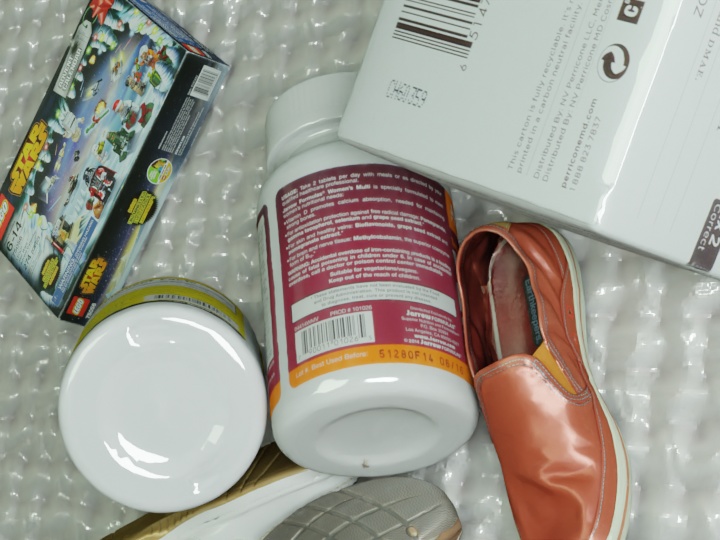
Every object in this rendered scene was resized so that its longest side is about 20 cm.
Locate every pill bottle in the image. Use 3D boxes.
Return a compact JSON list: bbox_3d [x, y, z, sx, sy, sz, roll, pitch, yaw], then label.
[{"bbox_3d":[0.000,0.000,1.108,0.109,0.109,0.201,-32,50,37],"label":"pill bottle"},{"bbox_3d":[-0.108,0.062,1.159,0.200,0.111,0.112,-118,49,-83],"label":"pill bottle"}]

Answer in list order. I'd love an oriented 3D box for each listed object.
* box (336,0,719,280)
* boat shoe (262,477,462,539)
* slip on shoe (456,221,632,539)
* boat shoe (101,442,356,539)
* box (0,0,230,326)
[{"bbox_3d":[0.121,-0.118,1.001,0.200,0.130,0.200,22,94,49],"label":"box"},{"bbox_3d":[-0.028,0.183,1.106,0.199,0.072,0.076,-33,37,9],"label":"boat shoe"},{"bbox_3d":[0.085,0.065,1.033,0.074,0.061,0.201,-28,59,37],"label":"slip on shoe"},{"bbox_3d":[-0.075,0.156,1.173,0.199,0.071,0.070,-29,97,23],"label":"boat shoe"},{"bbox_3d":[-0.175,-0.080,1.389,0.137,0.040,0.201,41,108,48],"label":"box"}]
